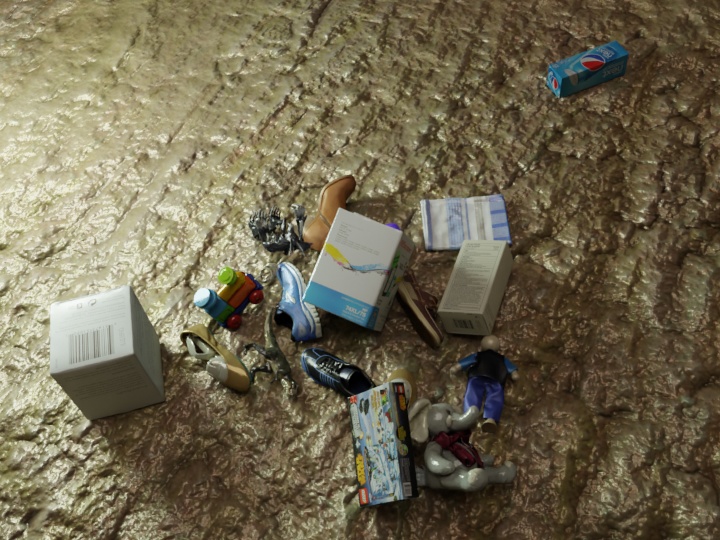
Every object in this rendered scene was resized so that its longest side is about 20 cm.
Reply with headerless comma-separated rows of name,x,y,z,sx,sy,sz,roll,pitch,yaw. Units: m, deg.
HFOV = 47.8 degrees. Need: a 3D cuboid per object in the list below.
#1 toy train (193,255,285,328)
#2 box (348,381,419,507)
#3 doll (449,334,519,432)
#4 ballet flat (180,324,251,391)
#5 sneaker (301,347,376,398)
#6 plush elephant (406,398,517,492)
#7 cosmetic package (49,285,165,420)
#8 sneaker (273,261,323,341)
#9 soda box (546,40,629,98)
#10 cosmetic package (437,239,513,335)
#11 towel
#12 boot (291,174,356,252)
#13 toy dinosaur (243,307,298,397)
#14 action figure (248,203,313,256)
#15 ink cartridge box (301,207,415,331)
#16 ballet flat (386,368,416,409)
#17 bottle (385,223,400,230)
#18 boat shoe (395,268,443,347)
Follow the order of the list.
toy train,-0.255,0.021,1.710,0.200,0.116,0.085,-48,59,1
box,0.038,0.312,1.450,0.040,0.137,0.202,6,68,-34
doll,0.241,0.211,1.588,0.135,0.049,0.201,9,55,12
ballet flat,-0.300,0.182,1.647,0.063,0.069,0.200,-7,35,-45
sneaker,-0.041,0.203,1.607,0.199,0.078,0.070,30,62,25
plush elephant,0.164,0.303,1.440,0.199,0.164,0.156,-11,77,40
cosmetic package,-0.498,0.166,1.610,0.163,0.201,0.166,-13,54,-4
sneaker,-0.150,0.066,1.722,0.088,0.079,0.201,-19,54,-11
soda box,0.580,-0.513,2.074,0.199,0.068,0.064,-22,54,-10
cosmetic package,0.241,0.033,1.685,0.103,0.073,0.201,3,49,30
towel,0.237,-0.110,1.843,0.198,0.024,0.148,-3,54,4
boot,-0.044,-0.118,1.844,0.200,0.077,0.155,-41,58,-19
toy dinosaur,-0.190,0.177,1.653,0.087,0.048,0.201,-14,66,-17
action figure,-0.179,-0.094,1.786,0.118,0.103,0.200,-9,22,-27
ink cartridge box,0.000,0.000,1.642,0.145,0.147,0.202,21,89,16
ballet flat,0.069,0.266,1.557,0.068,0.063,0.201,7,54,9
bottle,0.009,-0.026,1.775,0.199,0.065,0.084,-30,76,-15
boat shoe,0.130,0.071,1.693,0.071,0.072,0.200,-24,48,-10
